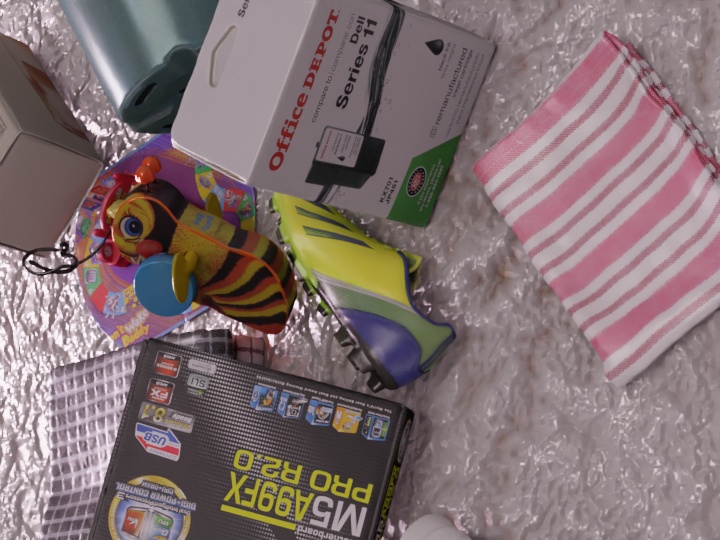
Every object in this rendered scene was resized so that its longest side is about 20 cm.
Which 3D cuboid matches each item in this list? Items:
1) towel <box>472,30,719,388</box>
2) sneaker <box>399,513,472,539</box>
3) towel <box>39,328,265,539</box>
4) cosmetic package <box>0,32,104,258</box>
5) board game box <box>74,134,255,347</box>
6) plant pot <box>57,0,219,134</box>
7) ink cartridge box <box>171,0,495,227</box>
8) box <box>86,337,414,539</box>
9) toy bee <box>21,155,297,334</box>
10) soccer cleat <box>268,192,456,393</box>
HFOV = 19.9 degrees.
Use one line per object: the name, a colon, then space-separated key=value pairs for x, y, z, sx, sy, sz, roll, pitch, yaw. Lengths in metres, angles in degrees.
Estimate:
towel: x=0.168 y=-0.041 z=1.353 sx=0.146 sy=0.030 sz=0.200 roll=-46 pitch=58 yaw=25
sneaker: x=0.044 y=0.278 z=1.376 sx=0.115 sy=0.074 sz=0.201 roll=32 pitch=102 yaw=41
towel: x=-0.161 y=0.140 z=1.558 sx=0.199 sy=0.085 sz=0.166 roll=-15 pitch=73 yaw=37
cosmetic package: x=-0.298 y=-0.112 z=1.683 sx=0.104 sy=0.087 sz=0.200 roll=-55 pitch=41 yaw=18
board game box: x=-0.169 y=-0.032 z=1.619 sx=0.200 sy=0.039 sz=0.159 roll=-30 pitch=65 yaw=33
plant pot: x=-0.146 y=-0.223 z=1.547 sx=0.200 sy=0.200 sz=0.197 roll=-34 pitch=71 yaw=30
ink cartridge box: x=-0.016 y=-0.121 z=1.405 sx=0.083 sy=0.200 sz=0.147 roll=28 pitch=101 yaw=38
box: x=-0.077 y=0.149 z=1.445 sx=0.199 sy=0.044 sz=0.161 roll=14 pitch=82 yaw=12
toy bee: x=-0.140 y=-0.022 z=1.502 sx=0.131 sy=0.199 sz=0.109 roll=-110 pitch=28 yaw=-56
soccer cleat: x=0.000 y=0.001 z=1.476 sx=0.084 sy=0.065 sz=0.200 roll=-32 pitch=55 yaw=-2
